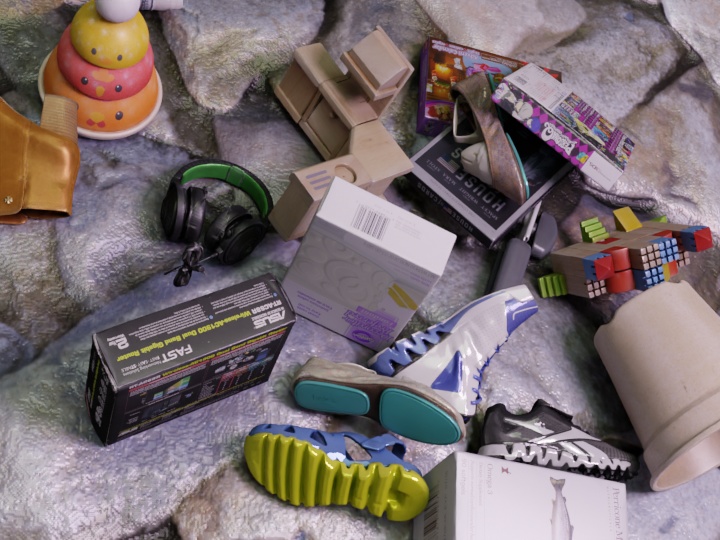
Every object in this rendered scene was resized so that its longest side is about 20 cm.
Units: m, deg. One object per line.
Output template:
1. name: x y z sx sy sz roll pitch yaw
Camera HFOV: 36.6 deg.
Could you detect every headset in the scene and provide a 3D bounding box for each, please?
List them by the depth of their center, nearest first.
1. headset: -0.166 -0.059 1.218 0.122 0.094 0.201 24 46 -4

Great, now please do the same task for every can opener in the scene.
1. can opener: 0.197 -0.010 1.340 0.066 0.053 0.201 29 57 -2

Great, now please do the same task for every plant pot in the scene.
1. plant pot: 0.372 0.120 1.254 0.198 0.201 0.185 -15 60 -25

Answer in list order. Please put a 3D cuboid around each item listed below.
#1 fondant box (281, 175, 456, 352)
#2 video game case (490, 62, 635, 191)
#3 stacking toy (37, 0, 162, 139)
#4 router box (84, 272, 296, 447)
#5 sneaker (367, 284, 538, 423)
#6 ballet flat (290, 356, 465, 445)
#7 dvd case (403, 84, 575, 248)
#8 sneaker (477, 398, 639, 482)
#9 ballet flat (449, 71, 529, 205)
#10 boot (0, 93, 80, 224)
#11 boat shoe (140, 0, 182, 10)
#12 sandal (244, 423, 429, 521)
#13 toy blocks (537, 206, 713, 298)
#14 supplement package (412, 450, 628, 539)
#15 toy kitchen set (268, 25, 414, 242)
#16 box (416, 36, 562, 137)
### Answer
1. fondant box: 0.000 0.000 1.179 0.143 0.200 0.059 25 58 -4
2. video game case: 0.258 -0.186 1.362 0.181 0.036 0.200 38 23 4
3. stacking toy: -0.286 -0.257 1.223 0.144 0.200 0.148 8 60 -14
4. router box: -0.175 0.090 1.099 0.198 0.150 0.063 -20 69 -27
5. sneaker: 0.118 0.107 1.226 0.198 0.081 0.116 -27 83 -5
6. ballet flat: 0.023 0.131 1.170 0.198 0.068 0.063 15 35 12
7. dvd case: 0.168 -0.135 1.364 0.150 0.025 0.200 41 60 14
8. sneaker: 0.224 0.190 1.231 0.197 0.067 0.092 9 62 -12
9. ballet flat: 0.150 -0.156 1.330 0.066 0.068 0.202 -13 55 1
10. boot: -0.408 -0.125 1.190 0.198 0.071 0.146 4 73 -3
11. boat shoe: -0.244 -0.424 1.405 0.085 0.075 0.204 3 63 -17
12. sandal: -0.025 0.201 1.144 0.198 0.080 0.087 17 28 -4
13. toy blocks: 0.331 -0.013 1.320 0.198 0.136 0.101 -17 101 -18
14. supplement package: 0.164 0.275 1.129 0.198 0.117 0.118 13 58 -16
15. toy kitchen set: -0.045 -0.180 1.262 0.179 0.163 0.201 -23 70 -43
16. box: 0.175 -0.227 1.461 0.197 0.039 0.138 12 60 -12
